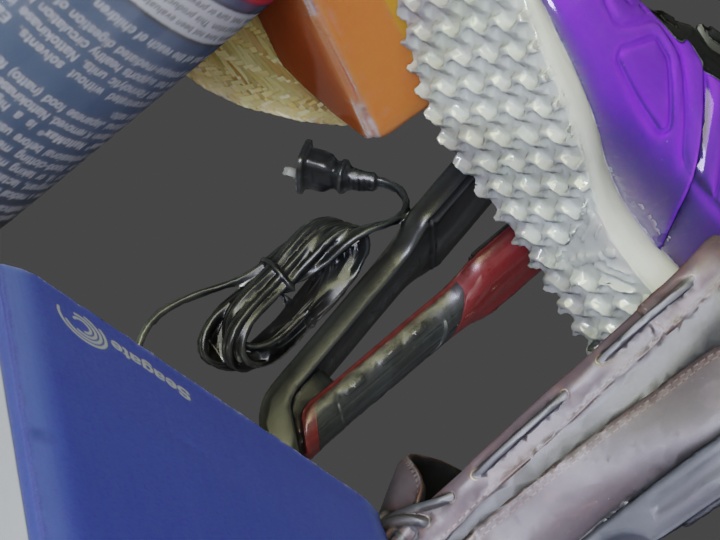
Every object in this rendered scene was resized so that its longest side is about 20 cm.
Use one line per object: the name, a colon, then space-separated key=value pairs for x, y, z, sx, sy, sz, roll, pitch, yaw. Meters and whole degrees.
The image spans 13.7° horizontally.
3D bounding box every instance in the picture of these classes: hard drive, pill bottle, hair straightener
hard drive: x=-0.030 y=0.086 z=0.683 sx=0.025 sy=0.132 sz=0.200 roll=-47 pitch=28 yaw=15
pill bottle: x=-0.117 y=-0.074 z=0.831 sx=0.200 sy=0.119 sz=0.120 roll=-39 pitch=66 yaw=16
hair straightener: x=0.000 y=0.000 z=0.909 sx=0.200 sy=0.041 sz=0.077 roll=-43 pitch=70 yaw=-11

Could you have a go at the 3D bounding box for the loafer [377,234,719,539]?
loafer: x=0.040 y=0.064 z=0.827 sx=0.199 sy=0.072 sz=0.063 roll=-33 pitch=83 yaw=14

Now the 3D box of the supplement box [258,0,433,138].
supplement box: x=0.058 y=-0.127 z=0.894 sx=0.199 sy=0.067 sz=0.069 roll=-33 pitch=36 yaw=-9

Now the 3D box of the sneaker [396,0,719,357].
sneaker: x=0.090 y=-0.040 z=0.867 sx=0.099 sy=0.069 sz=0.201 roll=-40 pitch=111 yaw=-24

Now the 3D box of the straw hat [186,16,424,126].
straw hat: x=-0.012 y=-0.154 z=0.945 sx=0.200 sy=0.202 sz=0.085 roll=-31 pitch=26 yaw=-12
